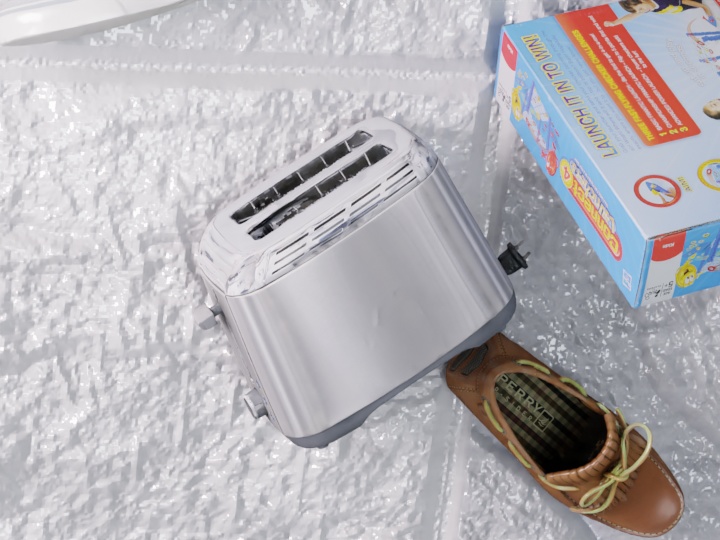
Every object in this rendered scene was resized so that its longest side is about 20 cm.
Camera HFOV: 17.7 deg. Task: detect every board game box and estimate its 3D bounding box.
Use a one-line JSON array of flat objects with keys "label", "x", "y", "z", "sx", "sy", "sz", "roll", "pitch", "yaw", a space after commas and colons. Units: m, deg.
[{"label": "board game box", "x": 0.208, "y": -0.084, "z": 1.379, "sx": 0.194, "sy": 0.201, "sz": 0.056, "roll": -13, "pitch": 137, "yaw": -17}]

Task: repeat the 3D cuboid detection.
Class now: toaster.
[{"label": "toaster", "x": 0.000, "y": 0.000, "z": 1.373, "sx": 0.199, "sy": 0.114, "sz": 0.130, "roll": -32, "pitch": 115, "yaw": -7}]

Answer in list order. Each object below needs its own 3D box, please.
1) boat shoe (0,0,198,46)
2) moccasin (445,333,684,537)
[{"label": "boat shoe", "x": -0.114, "y": -0.180, "z": 1.289, "sx": 0.198, "sy": 0.072, "sz": 0.069, "roll": -20, "pitch": 94, "yaw": -8}, {"label": "moccasin", "x": 0.141, "y": 0.111, "z": 1.491, "sx": 0.074, "sy": 0.078, "sz": 0.201, "roll": -45, "pitch": 119, "yaw": -2}]
